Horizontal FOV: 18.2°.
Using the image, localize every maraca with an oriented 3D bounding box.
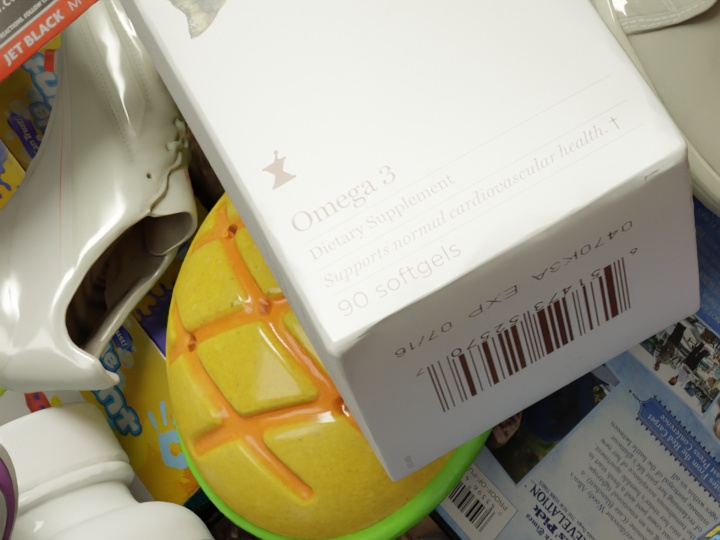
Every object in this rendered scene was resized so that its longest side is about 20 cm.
[{"bbox_3d":[0.000,0.000,0.784,0.137,0.107,0.201,19,91,27],"label":"maraca"}]

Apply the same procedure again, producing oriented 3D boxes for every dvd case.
[{"bbox_3d":[0.109,0.063,0.768,0.143,0.018,0.200,47,129,17],"label":"dvd case"}]

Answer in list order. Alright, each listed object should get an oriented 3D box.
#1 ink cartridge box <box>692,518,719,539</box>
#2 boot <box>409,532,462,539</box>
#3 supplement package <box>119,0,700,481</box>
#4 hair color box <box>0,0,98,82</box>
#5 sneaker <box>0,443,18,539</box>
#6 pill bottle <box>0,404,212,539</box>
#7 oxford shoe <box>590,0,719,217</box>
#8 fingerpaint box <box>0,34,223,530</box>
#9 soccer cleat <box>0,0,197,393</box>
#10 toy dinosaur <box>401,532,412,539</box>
[{"bbox_3d":[0.124,0.149,0.657,0.137,0.200,0.076,53,175,0],"label":"ink cartridge box"},{"bbox_3d":[0.017,0.205,0.841,0.095,0.073,0.201,-23,70,46],"label":"boot"},{"bbox_3d":[0.005,-0.060,0.691,0.201,0.117,0.117,59,177,25],"label":"supplement package"},{"bbox_3d":[-0.183,-0.115,0.765,0.200,0.111,0.064,38,165,48],"label":"hair color box"},{"bbox_3d":[-0.193,0.128,0.742,0.099,0.075,0.201,29,84,32],"label":"sneaker"},{"bbox_3d":[-0.085,0.153,0.795,0.111,0.110,0.201,-41,72,41],"label":"pill bottle"},{"bbox_3d":[0.098,-0.107,0.684,0.058,0.075,0.201,-23,87,36],"label":"oxford shoe"},{"bbox_3d":[-0.126,0.025,0.917,0.200,0.073,0.167,51,131,12],"label":"fingerpaint box"},{"bbox_3d":[-0.085,-0.046,0.815,0.077,0.069,0.201,12,71,25],"label":"soccer cleat"},{"bbox_3d":[0.086,0.158,0.758,0.199,0.106,0.061,7,130,26],"label":"toy dinosaur"}]
